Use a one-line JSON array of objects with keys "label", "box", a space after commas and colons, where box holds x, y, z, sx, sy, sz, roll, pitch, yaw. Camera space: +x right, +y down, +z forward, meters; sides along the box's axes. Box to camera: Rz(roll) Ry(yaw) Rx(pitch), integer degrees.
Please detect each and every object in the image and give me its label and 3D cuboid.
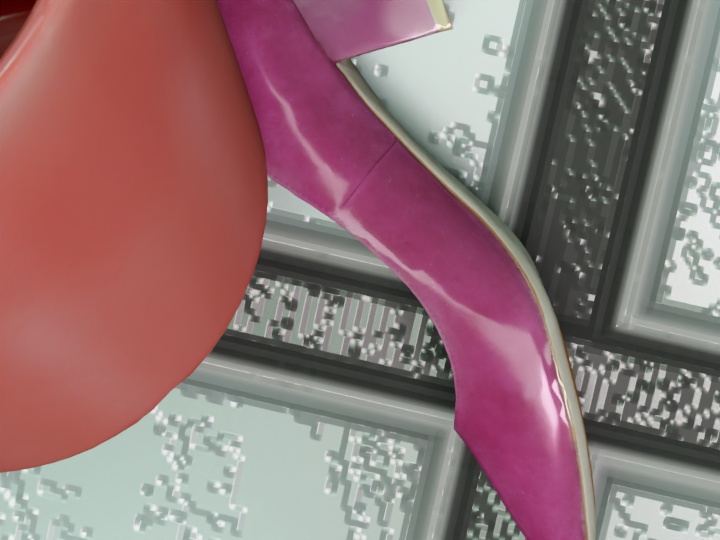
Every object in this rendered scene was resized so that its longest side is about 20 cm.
[{"label": "high heel", "box": [0.000, 0.000, 0.840, 0.096, 0.067, 0.200, -20, 95, 2]}, {"label": "plant pot", "box": [-0.118, -0.045, 0.736, 0.200, 0.177, 0.201, -9, 62, 17]}]
